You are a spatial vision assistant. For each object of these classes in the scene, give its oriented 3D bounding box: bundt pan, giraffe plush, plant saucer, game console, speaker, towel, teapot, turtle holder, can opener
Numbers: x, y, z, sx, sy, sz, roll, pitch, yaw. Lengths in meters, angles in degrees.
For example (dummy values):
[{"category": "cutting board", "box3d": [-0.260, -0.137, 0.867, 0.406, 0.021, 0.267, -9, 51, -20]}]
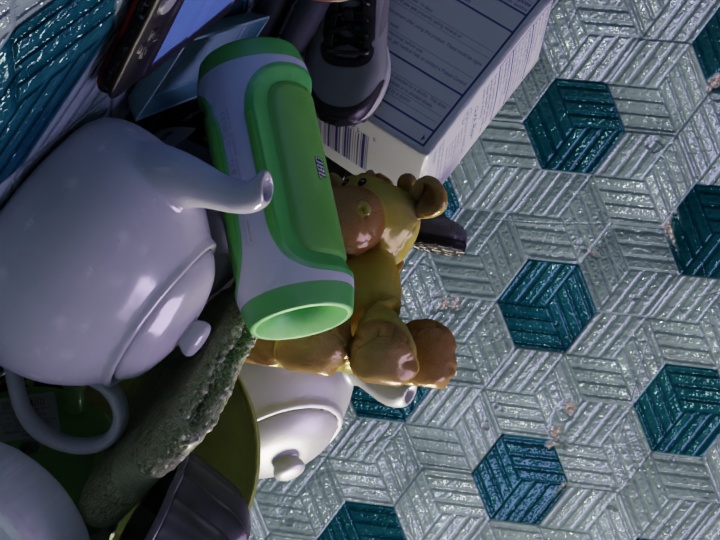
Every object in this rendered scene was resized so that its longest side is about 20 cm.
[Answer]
[{"category": "bundt pan", "box3d": [-0.141, 0.227, 1.223, 0.202, 0.076, 0.202, -58, -172, 12]}, {"category": "giraffe plush", "box3d": [0.000, 0.000, 1.350, 0.200, 0.172, 0.163, 12, 86, -79]}, {"category": "plant saucer", "box3d": [-0.149, 0.148, 1.359, 0.031, 0.200, 0.200, 12, 119, -53]}, {"category": "game console", "box3d": [-0.047, -0.177, 1.094, 0.173, 0.118, 0.200, -56, 176, 39]}, {"category": "speaker", "box3d": [-0.060, -0.058, 1.212, 0.088, 0.201, 0.089, -11, 162, -4]}, {"category": "towel", "box3d": [-0.124, 0.085, 1.235, 0.148, 0.036, 0.200, -42, -165, 37]}, {"category": "teapot", "box3d": [-0.089, 0.116, 1.501, 0.197, 0.147, 0.200, 0, 145, -34]}, {"category": "turtle holder", "box3d": [-0.234, 0.177, 1.307, 0.141, 0.185, 0.132, -29, 138, -35]}, {"category": "teapot", "box3d": [-0.166, 0.009, 1.162, 0.198, 0.146, 0.200, -51, 178, -20]}, {"category": "plant saucer", "box3d": [-0.117, -0.153, 1.263, 0.070, 0.019, 0.200, -54, 178, 18]}, {"category": "can opener", "box3d": [-0.036, -0.226, 1.333, 0.067, 0.053, 0.200, -51, 177, -40]}]

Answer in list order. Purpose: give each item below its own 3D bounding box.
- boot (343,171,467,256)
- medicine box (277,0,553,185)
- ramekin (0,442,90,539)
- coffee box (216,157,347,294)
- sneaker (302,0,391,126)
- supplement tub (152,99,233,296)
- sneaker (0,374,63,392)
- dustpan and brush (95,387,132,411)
[{"category": "boot", "box3d": [0.044, -0.093, 1.548, 0.200, 0.070, 0.132, 26, -82, 55]}, {"category": "medicine box", "box3d": [0.034, -0.187, 1.488, 0.200, 0.182, 0.103, -51, 166, -23]}, {"category": "ramekin", "box3d": [-0.279, 0.209, 1.180, 0.201, 0.200, 0.098, -54, 176, 21]}, {"category": "coffee box", "box3d": [-0.102, -0.066, 1.587, 0.080, 0.113, 0.200, -55, 177, 33]}, {"category": "sneaker", "box3d": [-0.009, -0.213, 1.389, 0.079, 0.073, 0.201, 61, 35, -73]}, {"category": "supplement tub", "box3d": [-0.113, -0.065, 1.339, 0.123, 0.122, 0.200, -55, 177, 33]}, {"category": "sneaker", "box3d": [-0.254, 0.064, 1.415, 0.200, 0.072, 0.083, -42, 134, -25]}, {"category": "dustpan and brush", "box3d": [-0.265, 0.113, 1.490, 0.199, 0.057, 0.140, -23, -146, 2]}]
